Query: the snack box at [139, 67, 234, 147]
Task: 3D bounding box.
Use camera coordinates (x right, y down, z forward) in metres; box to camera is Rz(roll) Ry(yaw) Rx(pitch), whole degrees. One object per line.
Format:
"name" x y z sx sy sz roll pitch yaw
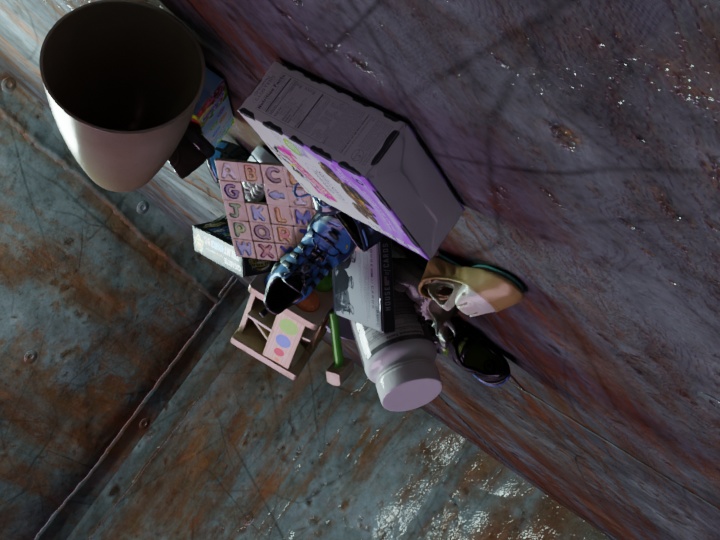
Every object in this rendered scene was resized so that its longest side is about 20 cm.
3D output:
"snack box" -0.259 -0.252 1.483 0.168 0.068 0.200 37 171 2

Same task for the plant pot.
"plant pot" -0.288 -0.188 1.328 0.186 0.188 0.201 36 150 6

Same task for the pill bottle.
"pill bottle" 0.049 0.100 1.648 0.114 0.113 0.202 49 -161 -57

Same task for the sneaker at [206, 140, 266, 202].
"sneaker" -0.199 -0.147 1.793 0.082 0.073 0.200 32 170 41

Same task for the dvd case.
"dvd case" 0.000 0.000 1.559 0.024 0.153 0.200 -5 -172 -21

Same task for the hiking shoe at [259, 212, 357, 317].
"hiking shoe" -0.063 -0.008 1.480 0.074 0.087 0.200 33 133 -10

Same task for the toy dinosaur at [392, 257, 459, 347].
"toy dinosaur" 0.079 0.019 1.573 0.200 0.077 0.102 49 168 13

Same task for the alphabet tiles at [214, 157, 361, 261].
"alphabet tiles" -0.093 -0.075 1.497 0.197 0.008 0.169 7 131 16

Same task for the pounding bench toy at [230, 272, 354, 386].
"pounding bench toy" -0.081 0.078 1.763 0.198 0.125 0.157 30 133 5

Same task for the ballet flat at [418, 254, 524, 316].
"ballet flat" 0.133 0.027 1.356 0.068 0.063 0.200 40 172 -22

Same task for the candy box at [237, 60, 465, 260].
"candy box" -0.009 -0.114 1.146 0.199 0.072 0.168 31 170 37

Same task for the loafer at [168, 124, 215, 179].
"loafer" -0.282 -0.184 1.470 0.199 0.072 0.073 31 171 35

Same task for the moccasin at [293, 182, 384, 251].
"moccasin" -0.028 -0.094 1.357 0.200 0.068 0.080 43 170 -32

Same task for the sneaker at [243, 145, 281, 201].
"sneaker" -0.151 -0.135 1.655 0.073 0.071 0.200 38 172 -7

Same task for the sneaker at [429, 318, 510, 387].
"sneaker" 0.155 0.113 1.748 0.198 0.071 0.083 32 166 6

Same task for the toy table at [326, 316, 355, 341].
"toy table" -0.049 0.049 1.940 0.116 0.186 0.200 7 157 44

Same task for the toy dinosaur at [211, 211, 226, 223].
"toy dinosaur" -0.134 -0.089 1.687 0.198 0.088 0.048 7 116 41

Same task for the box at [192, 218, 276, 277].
"box" -0.135 -0.049 1.708 0.198 0.198 0.050 22 120 57
